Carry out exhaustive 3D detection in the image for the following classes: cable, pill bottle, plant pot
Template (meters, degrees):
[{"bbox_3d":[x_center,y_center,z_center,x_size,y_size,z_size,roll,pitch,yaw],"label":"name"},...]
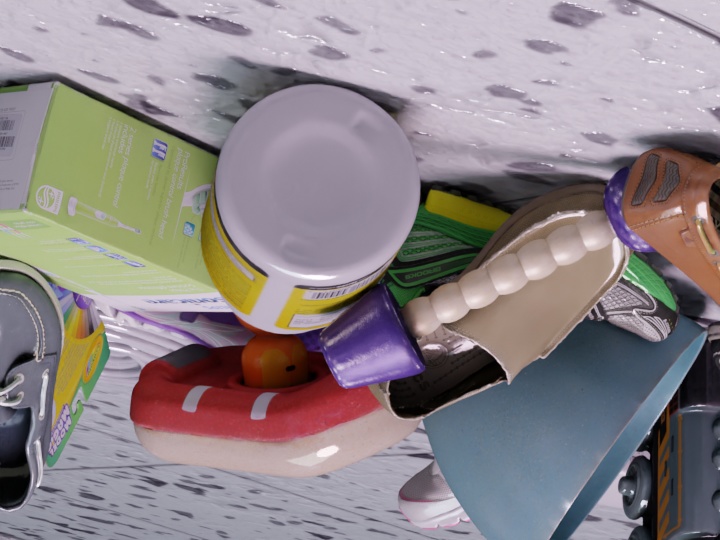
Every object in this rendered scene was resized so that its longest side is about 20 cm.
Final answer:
[{"bbox_3d":[-0.208,0.035,2.054,0.200,0.069,0.200,1,162,40],"label":"cable"},{"bbox_3d":[-0.034,-0.028,1.551,0.114,0.115,0.200,13,166,-5],"label":"pill bottle"},{"bbox_3d":[0.117,0.083,1.764,0.135,0.200,0.200,36,170,11],"label":"plant pot"}]

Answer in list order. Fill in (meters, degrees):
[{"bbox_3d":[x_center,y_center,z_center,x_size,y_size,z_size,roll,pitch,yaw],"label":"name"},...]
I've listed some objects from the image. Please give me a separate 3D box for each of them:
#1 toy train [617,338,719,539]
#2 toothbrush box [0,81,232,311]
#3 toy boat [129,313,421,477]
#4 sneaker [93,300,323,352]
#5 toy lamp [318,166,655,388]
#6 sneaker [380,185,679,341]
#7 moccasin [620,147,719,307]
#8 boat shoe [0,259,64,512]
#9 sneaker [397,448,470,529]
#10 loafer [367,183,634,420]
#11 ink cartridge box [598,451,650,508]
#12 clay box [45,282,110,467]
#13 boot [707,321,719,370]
[{"bbox_3d":[0.231,0.142,1.852,0.085,0.201,0.114,11,153,-12],"label":"toy train"},{"bbox_3d":[-0.167,-0.041,1.671,0.200,0.086,0.145,25,162,-40],"label":"toothbrush box"},{"bbox_3d":[-0.053,0.056,1.732,0.200,0.131,0.130,4,-165,31],"label":"toy boat"},{"bbox_3d":[-0.098,0.017,1.831,0.200,0.081,0.088,17,166,8],"label":"sneaker"},{"bbox_3d":[0.072,0.009,1.512,0.200,0.058,0.058,-25,159,6],"label":"toy lamp"},{"bbox_3d":[0.101,0.013,1.658,0.199,0.085,0.078,14,167,-11],"label":"sneaker"},{"bbox_3d":[0.230,-0.012,1.492,0.078,0.074,0.201,10,159,45],"label":"moccasin"},{"bbox_3d":[-0.227,0.077,1.731,0.073,0.062,0.200,-1,136,-8],"label":"boat shoe"},{"bbox_3d":[0.090,0.103,1.928,0.088,0.200,0.081,41,-159,-10],"label":"sneaker"},{"bbox_3d":[0.085,0.028,1.574,0.076,0.068,0.200,40,114,-22],"label":"loafer"},{"bbox_3d":[0.211,0.132,2.037,0.199,0.085,0.146,9,166,13],"label":"ink cartridge box"},{"bbox_3d":[-0.235,0.032,1.816,0.047,0.115,0.200,7,141,24],"label":"clay box"},{"bbox_3d":[0.284,0.120,1.768,0.073,0.154,0.203,-5,162,27],"label":"boot"}]
